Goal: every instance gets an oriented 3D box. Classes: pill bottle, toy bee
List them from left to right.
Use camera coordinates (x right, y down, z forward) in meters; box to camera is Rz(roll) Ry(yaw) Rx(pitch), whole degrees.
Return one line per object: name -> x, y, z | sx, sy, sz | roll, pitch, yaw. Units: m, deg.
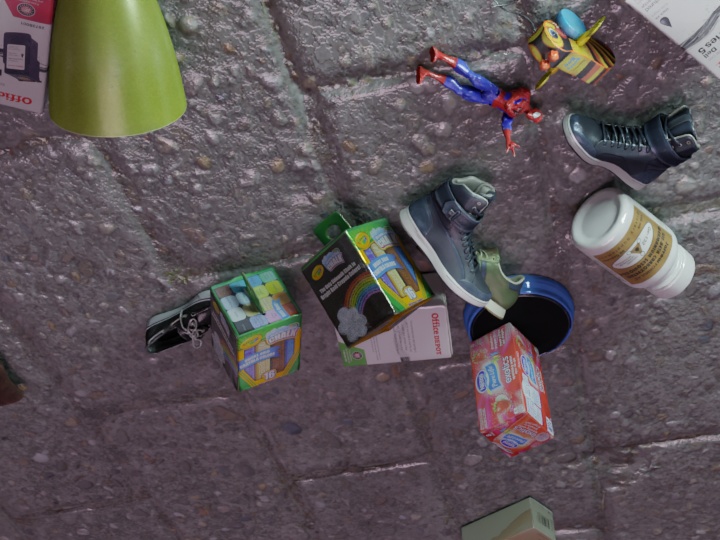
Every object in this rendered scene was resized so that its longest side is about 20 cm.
toy bee -> 0.264, -0.297, 1.432 | 0.198, 0.109, 0.131 | 9, 138, -10
pill bottle -> 0.443, -0.037, 1.699 | 0.199, 0.115, 0.114 | 31, 129, -29

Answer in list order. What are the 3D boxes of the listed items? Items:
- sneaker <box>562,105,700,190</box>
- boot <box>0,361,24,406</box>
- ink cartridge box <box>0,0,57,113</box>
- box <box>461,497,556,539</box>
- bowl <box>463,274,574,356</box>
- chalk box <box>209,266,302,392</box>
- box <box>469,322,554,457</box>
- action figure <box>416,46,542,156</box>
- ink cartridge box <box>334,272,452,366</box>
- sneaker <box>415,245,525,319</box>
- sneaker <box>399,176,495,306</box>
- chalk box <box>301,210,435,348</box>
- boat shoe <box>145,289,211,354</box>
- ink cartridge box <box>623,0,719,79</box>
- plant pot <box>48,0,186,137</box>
sneaker -> 0.403, -0.202, 1.542 | 0.201, 0.078, 0.146 | 21, 145, -34
boot -> -0.761, 0.216, 1.998 | 0.198, 0.073, 0.167 | -15, 133, 10
ink cartridge box -> -0.483, -0.325, 1.419 | 0.143, 0.085, 0.201 | 12, 135, -12
box -> 0.334, 0.599, 2.394 | 0.199, 0.078, 0.095 | -34, 128, 30
bowl -> 0.285, 0.089, 1.887 | 0.198, 0.040, 0.202 | 0, 137, 0
chalk box -> -0.178, 0.085, 1.796 | 0.123, 0.125, 0.201 | -18, 142, -22
box -> 0.260, 0.207, 1.836 | 0.095, 0.201, 0.100 | -29, 130, 25
action figure -> 0.179, -0.238, 1.506 | 0.198, 0.100, 0.065 | 18, 135, -21
ink cartridge box -> 0.057, 0.087, 1.852 | 0.198, 0.085, 0.147 | -5, 137, 5
sneaker -> 0.192, -0.011, 1.773 | 0.200, 0.067, 0.090 | 39, 96, -16
sneaker -> 0.175, -0.051, 1.660 | 0.146, 0.077, 0.203 | -36, 97, 25
chalk box -> 0.000, 0.000, 1.707 | 0.125, 0.201, 0.124 | -37, 169, 36
boat shoe -> -0.302, 0.096, 1.874 | 0.198, 0.069, 0.074 | -18, 134, 18
ink cartridge box -> 0.455, -0.367, 1.373 | 0.199, 0.085, 0.145 | 29, 130, -27
plant pot -> -0.330, -0.308, 1.392 | 0.185, 0.188, 0.202 | 1, 123, -1
